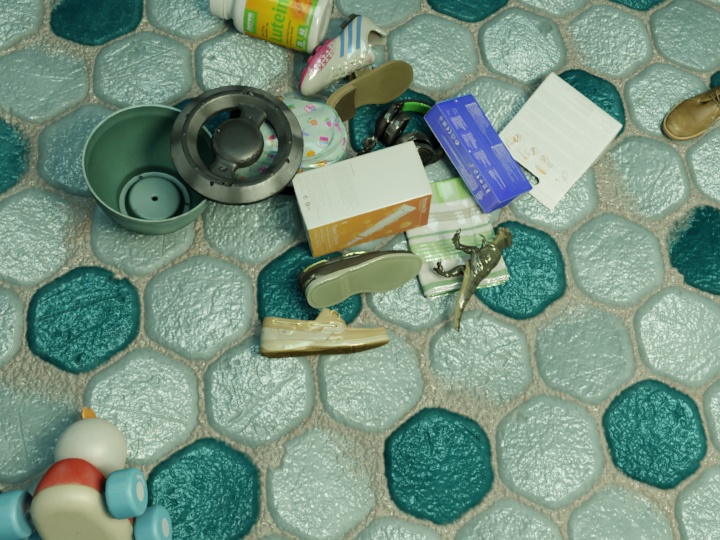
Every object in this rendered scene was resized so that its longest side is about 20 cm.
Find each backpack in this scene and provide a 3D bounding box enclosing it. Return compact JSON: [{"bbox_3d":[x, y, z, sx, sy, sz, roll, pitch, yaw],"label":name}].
[{"bbox_3d":[-0.120,-0.202,1.268,0.199,0.127,0.168,10,71,5],"label":"backpack"}]

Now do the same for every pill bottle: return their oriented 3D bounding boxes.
[{"bbox_3d":[-0.158,-0.461,1.379,0.199,0.111,0.112,17,68,1],"label":"pill bottle"}]

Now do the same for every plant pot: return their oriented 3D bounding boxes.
[{"bbox_3d":[-0.321,-0.136,1.217,0.199,0.134,0.201,5,65,-11],"label":"plant pot"}]

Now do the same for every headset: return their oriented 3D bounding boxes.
[{"bbox_3d":[0.074,-0.231,1.322,0.199,0.094,0.124,-30,74,-28],"label":"headset"}]

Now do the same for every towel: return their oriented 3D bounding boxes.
[{"bbox_3d":[0.150,-0.061,1.297,0.148,0.031,0.201,-11,70,-11],"label":"towel"}]

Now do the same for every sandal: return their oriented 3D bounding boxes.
[{"bbox_3d":[0.000,-0.322,1.350,0.069,0.078,0.211,32,49,28],"label":"sandal"}]

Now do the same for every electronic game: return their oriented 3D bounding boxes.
[{"bbox_3d":[-0.184,-0.190,1.175,0.199,0.042,0.201,2,69,-6],"label":"electronic game"}]

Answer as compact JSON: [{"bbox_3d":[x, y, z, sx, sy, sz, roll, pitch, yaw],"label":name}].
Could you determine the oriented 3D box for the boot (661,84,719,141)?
[{"bbox_3d":[0.634,-0.303,1.419,0.199,0.076,0.074,-29,76,-15],"label":"boot"}]

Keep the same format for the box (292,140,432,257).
[{"bbox_3d":[0.003,-0.110,1.239,0.199,0.124,0.098,-17,71,-4],"label":"box"}]

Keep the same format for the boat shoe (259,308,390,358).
[{"bbox_3d":[-0.055,0.091,1.192,0.199,0.074,0.070,-3,75,-6],"label":"boat shoe"}]

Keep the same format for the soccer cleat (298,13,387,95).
[{"bbox_3d":[-0.027,-0.373,1.379,0.086,0.070,0.200,33,68,10],"label":"soccer cleat"}]

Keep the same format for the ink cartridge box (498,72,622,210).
[{"bbox_3d":[0.337,-0.224,1.385,0.162,0.050,0.200,40,88,9],"label":"ink cartridge box"}]

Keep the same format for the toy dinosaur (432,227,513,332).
[{"bbox_3d":[0.170,-0.009,1.242,0.088,0.047,0.200,33,72,3],"label":"toy dinosaur"}]

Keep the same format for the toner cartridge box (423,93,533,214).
[{"bbox_3d":[0.199,-0.199,1.324,0.095,0.043,0.201,-22,77,-38],"label":"toner cartridge box"}]

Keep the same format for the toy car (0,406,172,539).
[{"bbox_3d":[-0.362,0.281,1.065,0.183,0.177,0.201,-12,41,4],"label":"toy car"}]

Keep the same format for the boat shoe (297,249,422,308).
[{"bbox_3d":[0.000,0.000,1.236,0.200,0.072,0.061,-15,39,-20],"label":"boat shoe"}]
